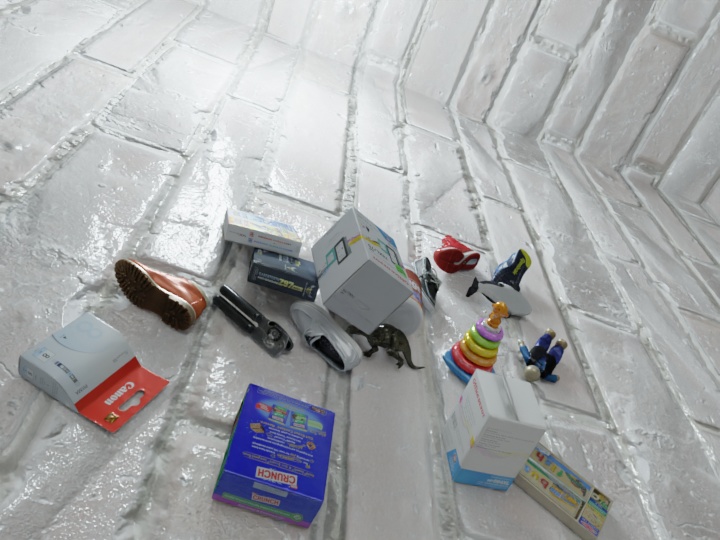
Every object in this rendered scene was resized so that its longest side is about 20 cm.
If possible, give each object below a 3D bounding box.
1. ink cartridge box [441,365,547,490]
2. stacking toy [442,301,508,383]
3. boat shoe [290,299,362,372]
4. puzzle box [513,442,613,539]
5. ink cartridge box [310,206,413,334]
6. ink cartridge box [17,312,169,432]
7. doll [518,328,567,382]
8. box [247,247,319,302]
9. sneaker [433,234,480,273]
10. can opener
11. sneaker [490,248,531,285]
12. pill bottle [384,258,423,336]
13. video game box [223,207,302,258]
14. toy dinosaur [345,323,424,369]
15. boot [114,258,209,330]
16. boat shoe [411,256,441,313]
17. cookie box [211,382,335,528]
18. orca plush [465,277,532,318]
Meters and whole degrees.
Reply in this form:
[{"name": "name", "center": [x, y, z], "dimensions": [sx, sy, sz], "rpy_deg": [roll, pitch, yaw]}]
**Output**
[{"name": "ink cartridge box", "center": [0.258, 0.298, 1.298], "dimensions": [0.123, 0.203, 0.130], "rpy_deg": [15, 31, -14]}, {"name": "stacking toy", "center": [0.284, 0.151, 1.543], "dimensions": [0.116, 0.203, 0.109], "rpy_deg": [38, 33, 26]}, {"name": "boat shoe", "center": [-0.086, 0.142, 1.438], "dimensions": [0.200, 0.073, 0.068], "rpy_deg": [45, 35, 15]}, {"name": "puzzle box", "center": [0.402, 0.439, 1.359], "dimensions": [0.199, 0.026, 0.132], "rpy_deg": [37, 33, 19]}, {"name": "ink cartridge box", "center": [0.000, 0.000, 1.471], "dimensions": [0.146, 0.146, 0.202], "rpy_deg": [35, 23, -33]}, {"name": "ink cartridge box", "center": [-0.447, 0.168, 1.151], "dimensions": [0.197, 0.048, 0.160], "rpy_deg": [28, 30, 10]}, {"name": "doll", "center": [0.456, 0.221, 1.709], "dimensions": [0.136, 0.049, 0.199], "rpy_deg": [41, 40, 10]}, {"name": "box", "center": [-0.175, 0.002, 1.536], "dimensions": [0.155, 0.052, 0.200], "rpy_deg": [19, 11, -11]}, {"name": "sneaker", "center": [0.253, -0.052, 1.979], "dimensions": [0.198, 0.080, 0.115], "rpy_deg": [9, 23, -47]}, {"name": "can opener", "center": [-0.223, 0.107, 1.419], "dimensions": [0.199, 0.054, 0.067], "rpy_deg": [37, 0, 21]}, {"name": "sneaker", "center": [0.431, 0.017, 1.993], "dimensions": [0.199, 0.082, 0.075], "rpy_deg": [-39, 93, -38]}, {"name": "pill bottle", "center": [0.095, 0.059, 1.638], "dimensions": [0.110, 0.114, 0.201], "rpy_deg": [18, 31, -9]}, {"name": "video game box", "center": [-0.242, -0.094, 1.645], "dimensions": [0.178, 0.048, 0.200], "rpy_deg": [12, 13, -16]}, {"name": "toy dinosaur", "center": [0.063, 0.154, 1.508], "dimensions": [0.196, 0.078, 0.103], "rpy_deg": [19, 41, -1]}, {"name": "boot", "center": [-0.402, 0.036, 1.372], "dimensions": [0.198, 0.076, 0.107], "rpy_deg": [36, 28, 2]}, {"name": "boat shoe", "center": [0.177, 0.032, 1.765], "dimensions": [0.074, 0.067, 0.200], "rpy_deg": [53, 14, -25]}, {"name": "cookie box", "center": [-0.139, 0.305, 1.131], "dimensions": [0.168, 0.076, 0.201], "rpy_deg": [20, 30, -7]}, {"name": "orca plush", "center": [0.378, 0.081, 1.881], "dimensions": [0.196, 0.071, 0.108], "rpy_deg": [7, 78, -19]}]
